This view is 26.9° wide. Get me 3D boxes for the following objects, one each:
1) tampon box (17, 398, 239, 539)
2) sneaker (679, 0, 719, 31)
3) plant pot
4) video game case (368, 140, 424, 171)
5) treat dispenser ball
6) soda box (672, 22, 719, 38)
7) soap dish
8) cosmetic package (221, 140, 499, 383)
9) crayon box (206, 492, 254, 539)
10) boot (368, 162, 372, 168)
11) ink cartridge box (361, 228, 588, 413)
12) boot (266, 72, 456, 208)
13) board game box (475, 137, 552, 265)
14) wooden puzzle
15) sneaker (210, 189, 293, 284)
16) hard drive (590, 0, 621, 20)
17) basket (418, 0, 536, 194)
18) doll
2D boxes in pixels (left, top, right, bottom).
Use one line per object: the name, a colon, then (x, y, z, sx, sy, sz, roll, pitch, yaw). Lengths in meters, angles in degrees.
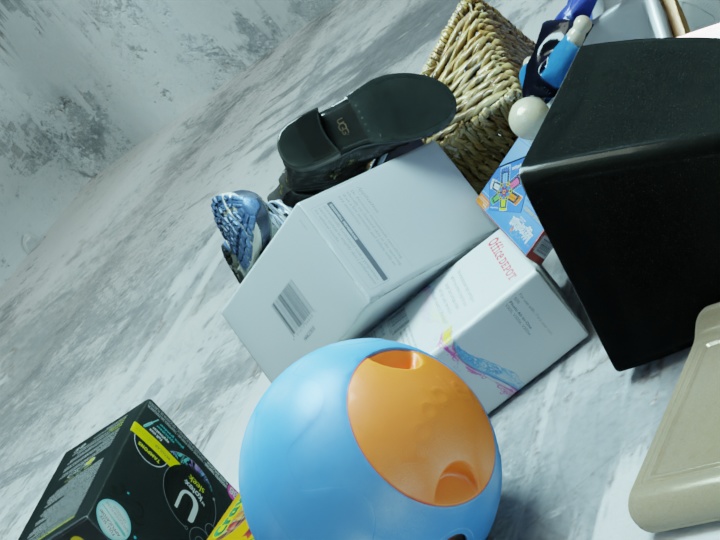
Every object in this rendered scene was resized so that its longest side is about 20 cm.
tampon box: (-0.231, 0.258, 1.481, 0.126, 0.150, 0.200, -33, 19, 24)
sneaker: (0.316, -0.261, 1.549, 0.078, 0.100, 0.199, -32, -13, 37)
plant pot: (0.264, -0.068, 1.175, 0.176, 0.200, 0.200, -12, 31, 35)
video game case: (0.056, -0.087, 1.647, 0.019, 0.142, 0.201, 45, 121, 37)
treat dispenser ball: (0.007, 0.153, 1.137, 0.200, 0.201, 0.201, -36, 17, 13)
soda box: (0.276, -0.160, 1.289, 0.063, 0.069, 0.199, 4, -12, -43)
soap dish: (0.259, -0.150, 1.419, 0.157, 0.081, 0.202, -31, 56, 33)
cosmetic package: (0.000, 0.000, 1.483, 0.199, 0.123, 0.200, -26, -16, -40)
crayon box: (-0.068, 0.224, 1.385, 0.199, 0.051, 0.127, -23, 25, 46)
boot: (-0.007, -0.108, 1.838, 0.107, 0.075, 0.200, -38, 9, 19)
ink cartridge box: (0.094, 0.065, 1.367, 0.200, 0.088, 0.145, -40, 17, 7)
boot: (-0.004, -0.123, 1.518, 0.198, 0.070, 0.174, -17, -14, -5)
board game box: (0.160, -0.077, 1.356, 0.103, 0.019, 0.200, -55, 16, 9)
wooden puzzle: (0.282, 0.084, 1.011, 0.184, 0.037, 0.201, -23, 29, 44)
sneaker: (-0.096, -0.043, 1.511, 0.085, 0.077, 0.200, -30, -13, -11)
hard drive: (0.270, -0.231, 1.556, 0.025, 0.201, 0.132, 8, 41, 25)
basket: (0.137, -0.164, 1.588, 0.142, 0.199, 0.150, -36, 54, 23)
doll: (0.188, -0.212, 1.391, 0.201, 0.048, 0.136, -63, 10, -11)
